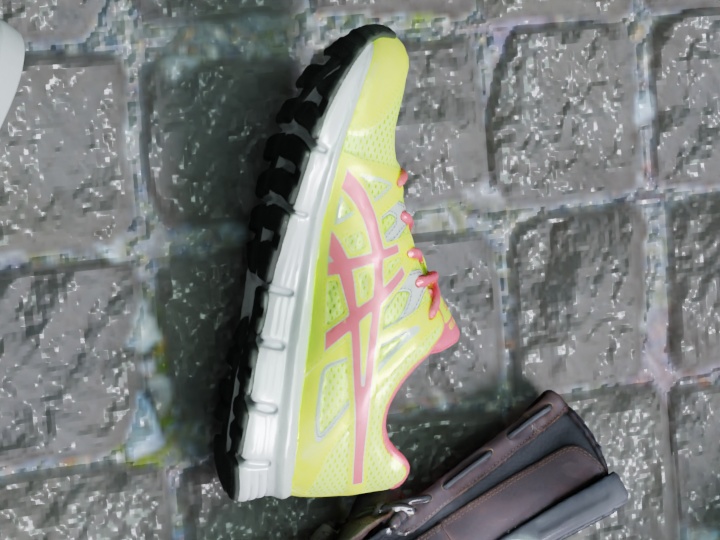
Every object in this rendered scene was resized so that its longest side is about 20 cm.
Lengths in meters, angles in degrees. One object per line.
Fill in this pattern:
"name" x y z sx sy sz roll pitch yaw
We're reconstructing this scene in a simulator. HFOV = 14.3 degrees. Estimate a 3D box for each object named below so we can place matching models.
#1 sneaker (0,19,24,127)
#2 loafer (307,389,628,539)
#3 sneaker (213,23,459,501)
"sneaker" -0.211 -0.026 1.066 0.118 0.074 0.201 29 69 -33
"loafer" 0.022 0.110 1.211 0.199 0.072 0.063 -21 82 -32
"sneaker" 0.000 0.000 1.174 0.090 0.078 0.201 10 98 -12
